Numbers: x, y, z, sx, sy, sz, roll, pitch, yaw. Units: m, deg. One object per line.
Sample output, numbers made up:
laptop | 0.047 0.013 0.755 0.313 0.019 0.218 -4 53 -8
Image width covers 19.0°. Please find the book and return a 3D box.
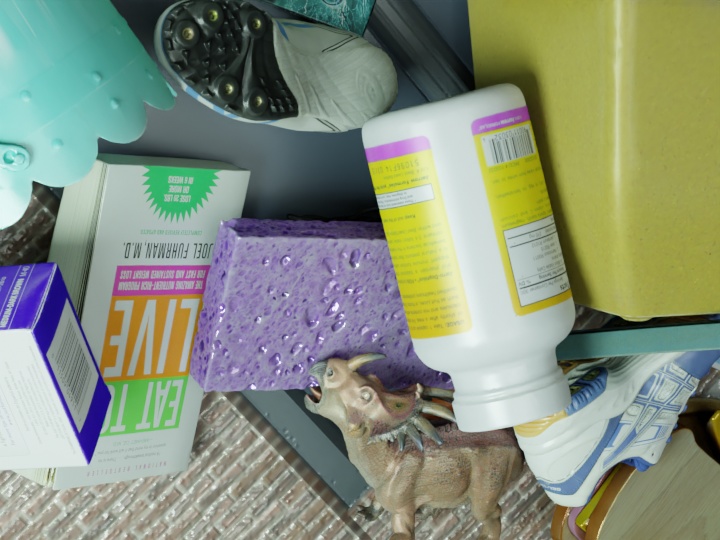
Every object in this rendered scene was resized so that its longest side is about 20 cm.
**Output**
book | -0.141 0.029 1.337 0.133 0.048 0.202 -1 106 -51

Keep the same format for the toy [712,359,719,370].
toy | 0.336 -0.002 1.533 0.115 0.047 0.201 23 94 -23

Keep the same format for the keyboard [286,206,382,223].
keyboard | 0.000 0.000 1.415 0.199 0.040 0.105 -5 123 -26

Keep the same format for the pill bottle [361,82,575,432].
pill bottle | 0.072 -0.007 1.319 0.104 0.104 0.202 -15 94 -17

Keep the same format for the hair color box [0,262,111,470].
hair color box | -0.256 0.060 1.243 0.198 0.065 0.110 -5 130 14

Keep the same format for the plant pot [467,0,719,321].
plant pot | 0.190 -0.075 1.361 0.194 0.194 0.202 -1 97 -25

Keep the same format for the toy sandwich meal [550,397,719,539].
toy sandwich meal | 0.235 0.181 1.527 0.204 0.070 0.207 -5 105 -20

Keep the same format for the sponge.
sponge | -0.007 0.023 1.378 0.199 0.030 0.112 1 117 -30

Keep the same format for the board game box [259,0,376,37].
board game box | -0.065 -0.239 1.329 0.199 0.028 0.136 18 96 -25

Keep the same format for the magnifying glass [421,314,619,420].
magnifying glass | 0.101 0.070 1.477 0.199 0.022 0.080 -31 112 -14

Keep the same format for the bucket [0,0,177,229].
bucket | -0.220 -0.104 1.213 0.207 0.207 0.135 -34 103 -10

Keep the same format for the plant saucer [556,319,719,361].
plant saucer | 0.166 0.046 1.379 0.070 0.199 0.019 -6 89 -53

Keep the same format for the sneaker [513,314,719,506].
sneaker | 0.186 0.085 1.455 0.199 0.075 0.089 -29 111 -24

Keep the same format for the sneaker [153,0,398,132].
sneaker | -0.059 -0.122 1.302 0.199 0.072 0.072 9 88 -51

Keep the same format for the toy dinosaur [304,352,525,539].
toy dinosaur | 0.055 0.121 1.410 0.199 0.086 0.136 1 118 -37
